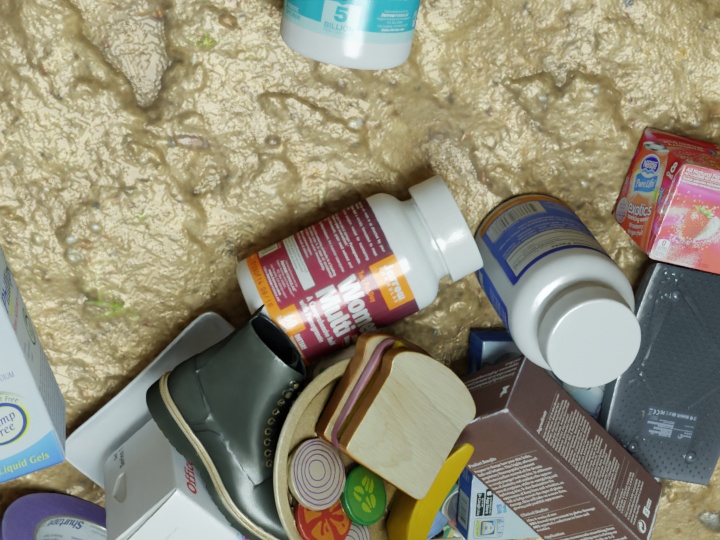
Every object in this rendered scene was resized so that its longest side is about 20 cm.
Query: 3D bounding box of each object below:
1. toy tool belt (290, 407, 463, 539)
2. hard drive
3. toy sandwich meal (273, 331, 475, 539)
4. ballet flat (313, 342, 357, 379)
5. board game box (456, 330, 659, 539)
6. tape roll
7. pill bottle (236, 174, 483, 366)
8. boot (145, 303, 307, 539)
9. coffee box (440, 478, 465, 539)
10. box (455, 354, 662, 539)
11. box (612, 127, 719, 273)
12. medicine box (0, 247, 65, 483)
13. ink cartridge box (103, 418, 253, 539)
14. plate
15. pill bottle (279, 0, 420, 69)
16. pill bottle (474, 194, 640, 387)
[{"bbox_3d":[0.007,0.195,1.348,0.123,0.125,0.200,-18,115,44],"label":"toy tool belt"},{"bbox_3d":[0.297,0.096,1.402,0.134,0.042,0.201,11,100,-19],"label":"hard drive"},{"bbox_3d":[0.018,0.159,1.236,0.204,0.070,0.207,-3,94,-38],"label":"toy sandwich meal"},{"bbox_3d":[0.016,0.111,1.363,0.069,0.070,0.200,-41,150,8],"label":"ballet flat"},{"bbox_3d":[0.196,0.157,1.433,0.198,0.043,0.201,0,103,-15],"label":"board game box"},{"bbox_3d":[-0.254,0.298,1.336,0.199,0.200,0.085,30,106,-23],"label":"tape roll"},{"bbox_3d":[0.000,0.000,1.304,0.199,0.110,0.110,-26,117,1],"label":"pill bottle"},{"bbox_3d":[-0.072,0.140,1.254,0.138,0.078,0.200,-39,99,25],"label":"boot"},{"bbox_3d":[0.036,0.278,1.477,0.123,0.044,0.200,32,104,-23],"label":"coffee box"},{"bbox_3d":[0.170,0.173,1.345,0.200,0.075,0.100,43,139,-21],"label":"box"},{"bbox_3d":[0.348,-0.053,1.362,0.199,0.100,0.096,12,112,-17],"label":"box"},{"bbox_3d":[-0.369,0.088,1.268,0.181,0.103,0.201,-18,118,-4],"label":"medicine box"},{"bbox_3d":[-0.129,0.237,1.330,0.084,0.145,0.200,-43,116,9],"label":"ink cartridge box"},{"bbox_3d":[-0.144,0.155,1.388,0.199,0.032,0.200,-42,116,9],"label":"plate"},{"bbox_3d":[0.003,-0.270,1.180,0.110,0.111,0.201,5,113,-14],"label":"pill bottle"},{"bbox_3d":[0.173,0.020,1.300,0.111,0.200,0.113,-5,116,-10],"label":"pill bottle"}]
